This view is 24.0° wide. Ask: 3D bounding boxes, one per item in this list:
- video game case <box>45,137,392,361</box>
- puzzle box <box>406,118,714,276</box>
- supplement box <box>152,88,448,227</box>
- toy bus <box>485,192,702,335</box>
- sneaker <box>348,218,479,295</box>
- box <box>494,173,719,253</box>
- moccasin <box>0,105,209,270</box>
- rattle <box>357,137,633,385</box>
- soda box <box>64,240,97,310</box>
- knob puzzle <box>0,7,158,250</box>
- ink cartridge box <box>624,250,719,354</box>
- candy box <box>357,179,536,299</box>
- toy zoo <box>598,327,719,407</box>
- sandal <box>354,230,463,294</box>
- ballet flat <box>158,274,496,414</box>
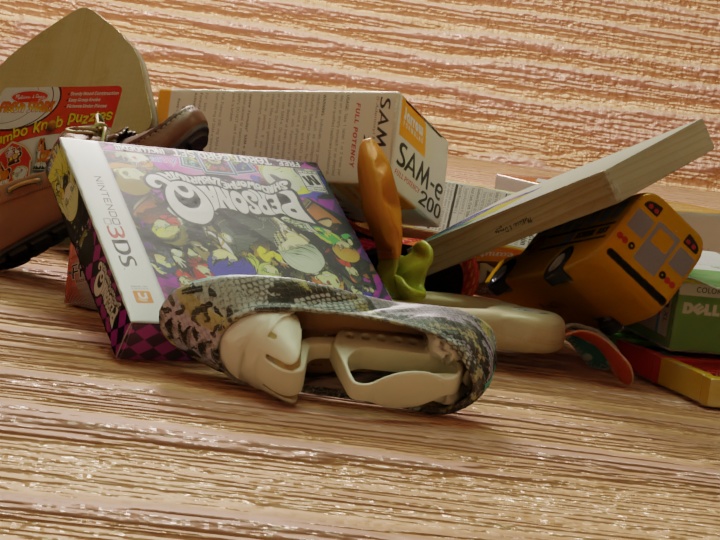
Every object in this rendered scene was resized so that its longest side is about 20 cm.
[{"bbox_3d":[-0.088,-0.012,1.099,0.198,0.036,0.182,4,39,-31],"label":"video game case"},{"bbox_3d":[0.142,-0.051,1.221,0.133,0.026,0.199,-28,4,-43],"label":"puzzle box"},{"bbox_3d":[-0.045,-0.085,1.290,0.198,0.074,0.126,3,-12,22],"label":"supplement box"},{"bbox_3d":[0.163,-0.001,1.223,0.065,0.079,0.200,40,-14,-10],"label":"toy bus"},{"bbox_3d":[0.000,0.000,1.322,0.199,0.074,0.077,14,-6,-36],"label":"sneaker"},{"bbox_3d":[0.231,-0.025,1.586,0.124,0.099,0.199,1,11,-42],"label":"box"},{"bbox_3d":[-0.200,-0.071,1.217,0.200,0.078,0.074,-25,-7,23],"label":"moccasin"},{"bbox_3d":[0.095,-0.003,1.171,0.198,0.144,0.130,4,-12,16],"label":"rattle"},{"bbox_3d":[-0.132,-0.010,1.224,0.068,0.064,0.200,11,9,21],"label":"soda box"},{"bbox_3d":[-0.233,-0.109,1.318,0.218,0.221,0.030,14,-14,34],"label":"knob puzzle"},{"bbox_3d":[0.255,0.026,1.234,0.103,0.060,0.200,6,8,-16],"label":"ink cartridge box"},{"bbox_3d":[0.056,-0.032,1.427,0.198,0.056,0.116,10,-21,7],"label":"candy box"},{"bbox_3d":[0.262,0.073,1.203,0.130,0.021,0.200,5,8,-24],"label":"toy zoo"},{"bbox_3d":[-0.006,0.005,1.241,0.198,0.076,0.045,7,19,-27],"label":"sandal"},{"bbox_3d":[-0.019,0.046,0.964,0.198,0.073,0.072,7,8,-3],"label":"ballet flat"}]
